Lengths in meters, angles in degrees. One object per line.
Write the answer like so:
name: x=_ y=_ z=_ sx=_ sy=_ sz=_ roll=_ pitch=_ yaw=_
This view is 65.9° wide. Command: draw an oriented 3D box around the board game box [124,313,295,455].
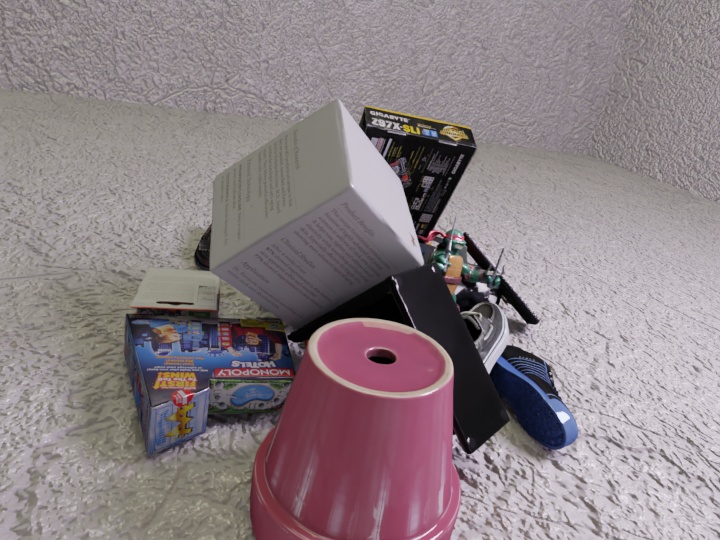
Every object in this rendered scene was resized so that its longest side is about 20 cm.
board game box: x=-0.180 y=0.124 z=0.642 sx=0.199 sy=0.062 sz=0.200 roll=4 pitch=22 yaw=-16

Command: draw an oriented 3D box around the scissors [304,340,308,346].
scissors: x=0.007 y=0.099 z=0.852 sx=0.199 sy=0.014 sz=0.073 roll=2 pitch=21 yaw=-22

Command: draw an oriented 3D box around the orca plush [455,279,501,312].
orca plush: x=0.148 y=0.056 z=0.935 sx=0.199 sy=0.105 sz=0.071 roll=12 pitch=54 yaw=-24

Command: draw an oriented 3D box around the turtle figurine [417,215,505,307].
turtle figurine: x=0.142 y=0.013 z=0.850 sx=0.149 sy=0.201 sz=0.101 roll=2 pitch=15 yaw=-33

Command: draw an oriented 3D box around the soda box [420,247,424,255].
soda box: x=0.000 y=0.000 z=0.863 sx=0.200 sy=0.068 sz=0.064 roll=-23 pitch=62 yaw=-32

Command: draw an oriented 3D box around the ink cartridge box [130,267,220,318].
ink cartridge box: x=-0.254 y=0.044 z=0.783 sx=0.108 sy=0.051 sz=0.200 roll=4 pitch=13 yaw=-15

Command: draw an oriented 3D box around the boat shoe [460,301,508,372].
boat shoe: x=0.152 y=0.089 z=0.751 sx=0.072 sy=0.071 sz=0.200 roll=-11 pitch=24 yaw=29

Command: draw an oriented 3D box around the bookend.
bookend: x=0.037 y=0.124 z=0.667 sx=0.200 sy=0.199 sz=0.092 roll=-30 pitch=-9 yaw=41

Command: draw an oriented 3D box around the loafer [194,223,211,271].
loafer: x=-0.271 y=-0.062 z=1.050 sx=0.072 sy=0.063 sz=0.200 roll=6 pitch=23 yaw=-10

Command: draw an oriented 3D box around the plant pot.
plant pot: x=0.003 y=0.151 z=0.508 sx=0.199 sy=0.180 sz=0.200 roll=8 pitch=23 yaw=-3

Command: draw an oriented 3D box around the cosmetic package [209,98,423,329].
cosmetic package: x=-0.057 y=-0.063 z=0.695 sx=0.167 sy=0.200 sz=0.167 roll=44 pitch=27 yaw=-44

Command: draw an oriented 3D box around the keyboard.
keyboard: x=0.243 y=0.014 z=0.987 sx=0.200 sy=0.021 sz=0.127 roll=52 pitch=-1 yaw=4

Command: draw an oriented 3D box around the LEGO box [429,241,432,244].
LEGO box: x=0.046 y=-0.089 z=1.133 sx=0.199 sy=0.150 sz=0.077 roll=1 pitch=24 yaw=-19

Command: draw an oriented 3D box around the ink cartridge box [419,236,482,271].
ink cartridge box: x=0.135 y=-0.027 z=0.993 sx=0.162 sy=0.200 sz=0.050 roll=22 pitch=65 yaw=27

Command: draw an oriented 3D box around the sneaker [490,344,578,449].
sneaker: x=0.231 y=0.154 z=0.735 sx=0.078 sy=0.070 sz=0.200 roll=-6 pitch=25 yaw=-18

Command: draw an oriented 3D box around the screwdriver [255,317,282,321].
screwdriver: x=-0.076 y=0.069 z=0.782 sx=0.029 sy=0.028 sz=0.200 roll=2 pitch=-3 yaw=42

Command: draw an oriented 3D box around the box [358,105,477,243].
box: x=0.054 y=-0.129 z=0.806 sx=0.159 sy=0.200 sz=0.049 roll=8 pitch=49 yaw=-14
